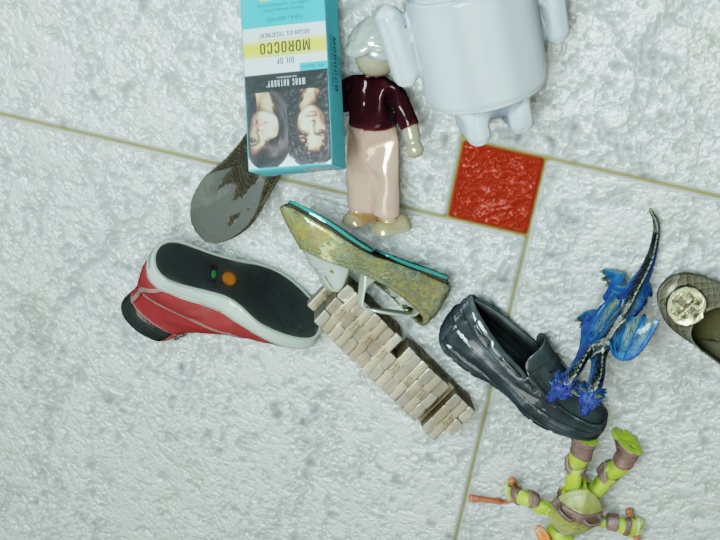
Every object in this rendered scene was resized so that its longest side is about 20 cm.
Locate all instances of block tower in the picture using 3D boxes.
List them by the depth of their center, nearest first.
[{"bbox_3d":[0.031,0.089,1.198,0.054,0.058,0.200,-44,100,8],"label":"block tower"}]

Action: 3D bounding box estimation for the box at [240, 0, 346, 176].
[{"bbox_3d":[-0.061,-0.190,1.039,0.081,0.049,0.204,-3,89,14],"label":"box"}]

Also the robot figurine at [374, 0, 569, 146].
[{"bbox_3d":[0.098,-0.214,1.002,0.167,0.113,0.203,-17,114,-5],"label":"robot figurine"}]

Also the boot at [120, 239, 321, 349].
[{"bbox_3d":[-0.149,0.049,1.230,0.197,0.073,0.144,22,143,-16],"label":"boot"}]

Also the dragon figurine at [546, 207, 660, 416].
[{"bbox_3d":[0.246,0.047,1.109,0.058,0.100,0.202,28,116,-4],"label":"dragon figurine"}]

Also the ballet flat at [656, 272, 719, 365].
[{"bbox_3d":[0.367,0.075,1.122,0.199,0.047,0.067,40,115,-12],"label":"ballet flat"}]

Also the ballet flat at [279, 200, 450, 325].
[{"bbox_3d":[0.000,0.000,1.130,0.198,0.071,0.071,25,122,-25],"label":"ballet flat"}]

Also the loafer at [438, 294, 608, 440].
[{"bbox_3d":[0.171,0.099,1.171,0.199,0.068,0.071,35,128,-2],"label":"loafer"}]

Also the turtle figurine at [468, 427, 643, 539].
[{"bbox_3d":[0.223,0.238,1.233,0.197,0.065,0.163,19,119,3],"label":"turtle figurine"}]

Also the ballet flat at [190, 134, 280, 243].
[{"bbox_3d":[-0.104,-0.105,1.141,0.067,0.046,0.201,40,122,3],"label":"ballet flat"}]

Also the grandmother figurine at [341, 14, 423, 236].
[{"bbox_3d":[0.011,-0.140,1.094,0.119,0.061,0.204,13,118,23],"label":"grandmother figurine"}]
